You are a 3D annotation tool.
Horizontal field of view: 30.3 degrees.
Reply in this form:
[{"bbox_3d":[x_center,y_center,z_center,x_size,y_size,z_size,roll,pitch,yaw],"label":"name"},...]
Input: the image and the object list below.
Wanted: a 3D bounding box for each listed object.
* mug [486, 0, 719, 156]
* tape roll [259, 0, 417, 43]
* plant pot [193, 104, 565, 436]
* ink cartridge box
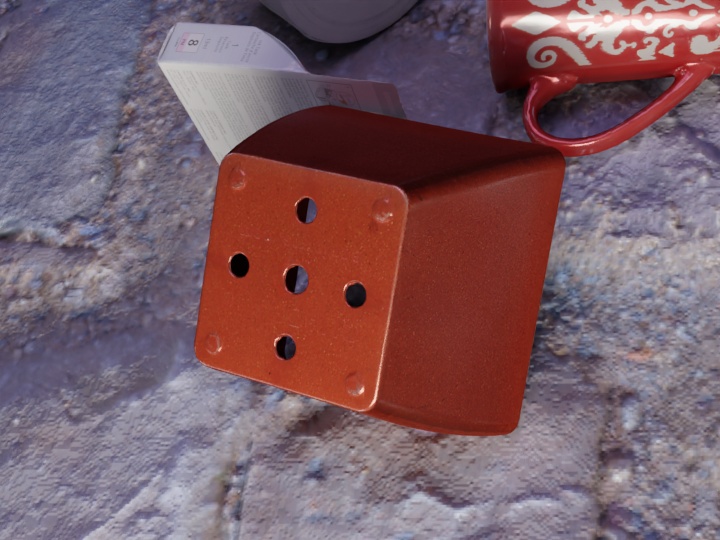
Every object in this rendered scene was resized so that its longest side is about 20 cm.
[{"bbox_3d":[0.207,-0.190,1.063,0.197,0.180,0.134,0,18,13],"label":"mug"},{"bbox_3d":[-0.030,-0.321,1.164,0.202,0.204,0.139,-39,52,-13],"label":"tape roll"},{"bbox_3d":[0.000,0.000,0.874,0.198,0.176,0.203,13,98,26],"label":"plant pot"},{"bbox_3d":[-0.041,-0.121,1.044,0.197,0.163,0.058,5,60,21],"label":"ink cartridge box"}]
